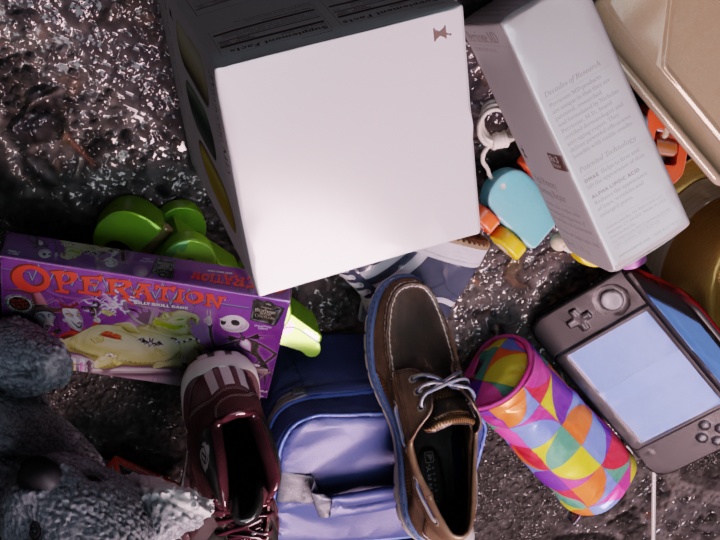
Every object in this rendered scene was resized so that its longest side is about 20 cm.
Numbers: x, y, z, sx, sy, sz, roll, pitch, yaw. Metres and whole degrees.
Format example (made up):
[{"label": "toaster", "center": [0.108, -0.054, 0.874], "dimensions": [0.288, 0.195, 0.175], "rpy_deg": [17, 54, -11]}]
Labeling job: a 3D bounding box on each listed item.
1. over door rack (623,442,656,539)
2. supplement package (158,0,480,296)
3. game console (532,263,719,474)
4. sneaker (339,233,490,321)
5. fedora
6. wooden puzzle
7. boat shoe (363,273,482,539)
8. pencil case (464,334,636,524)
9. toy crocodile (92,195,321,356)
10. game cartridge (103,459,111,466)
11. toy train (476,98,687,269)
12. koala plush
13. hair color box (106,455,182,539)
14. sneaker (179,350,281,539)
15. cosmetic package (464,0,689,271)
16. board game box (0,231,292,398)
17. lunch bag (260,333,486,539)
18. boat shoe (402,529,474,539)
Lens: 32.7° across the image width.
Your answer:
[{"label": "over door rack", "center": [0.330, 0.189, 1.178], "dimensions": [0.146, 0.067, 0.202], "rpy_deg": [-12, 101, -15]}, {"label": "supplement package", "center": [-0.033, -0.113, 0.790], "dimensions": [0.149, 0.200, 0.153], "rpy_deg": [-16, 123, -12]}, {"label": "game console", "center": [0.257, 0.100, 1.015], "dimensions": [0.172, 0.119, 0.200], "rpy_deg": [-34, 107, 30]}, {"label": "sneaker", "center": [0.000, 0.000, 0.948], "dimensions": [0.198, 0.070, 0.109], "rpy_deg": [14, 111, -31]}, {"label": "fedora", "center": [0.314, -0.004, 1.060], "dimensions": [0.198, 0.082, 0.203], "rpy_deg": [-9, 121, -15]}, {"label": "wooden puzzle", "center": [0.286, -0.197, 0.945], "dimensions": [0.185, 0.037, 0.200], "rpy_deg": [43, 88, -21]}, {"label": "boat shoe", "center": [0.056, 0.100, 0.899], "dimensions": [0.071, 0.072, 0.202], "rpy_deg": [-11, 90, -22]}, {"label": "pencil case", "center": [0.165, 0.141, 1.087], "dimensions": [0.088, 0.089, 0.200], "rpy_deg": [-40, 124, 4]}, {"label": "toy crocodile", "center": [-0.107, 0.007, 0.913], "dimensions": [0.199, 0.068, 0.062], "rpy_deg": [35, 105, -31]}, {"label": "game cartridge", "center": [-0.181, 0.248, 1.041], "dimensions": [0.133, 0.042, 0.200], "rpy_deg": [-39, 125, 8]}, {"label": "toy train", "center": [0.176, -0.079, 0.986], "dimensions": [0.198, 0.056, 0.152], "rpy_deg": [1, 100, -14]}, {"label": "koala plush", "center": [-0.204, 0.163, 0.810], "dimensions": [0.177, 0.198, 0.185], "rpy_deg": [-44, 137, -36]}, {"label": "hair color box", "center": [-0.206, 0.255, 0.977], "dimensions": [0.101, 0.061, 0.201], "rpy_deg": [31, 105, -32]}, {"label": "sneaker", "center": [-0.089, 0.167, 0.861], "dimensions": [0.075, 0.116, 0.202], "rpy_deg": [-11, 113, -13]}, {"label": "cosmetic package", "center": [0.155, -0.108, 0.894], "dimensions": [0.074, 0.102, 0.201], "rpy_deg": [-31, 105, -5]}, {"label": "board game box", "center": [-0.155, 0.035, 0.877], "dimensions": [0.197, 0.033, 0.121], "rpy_deg": [9, 134, -7]}, {"label": "lunch bag", "center": [-0.005, 0.138, 0.987], "dimensions": [0.198, 0.133, 0.137], "rpy_deg": [-2, 119, -21]}, {"label": "boat shoe", "center": [0.011, 0.276, 1.111], "dimensions": [0.199, 0.071, 0.064], "rpy_deg": [-35, 126, 3]}]
